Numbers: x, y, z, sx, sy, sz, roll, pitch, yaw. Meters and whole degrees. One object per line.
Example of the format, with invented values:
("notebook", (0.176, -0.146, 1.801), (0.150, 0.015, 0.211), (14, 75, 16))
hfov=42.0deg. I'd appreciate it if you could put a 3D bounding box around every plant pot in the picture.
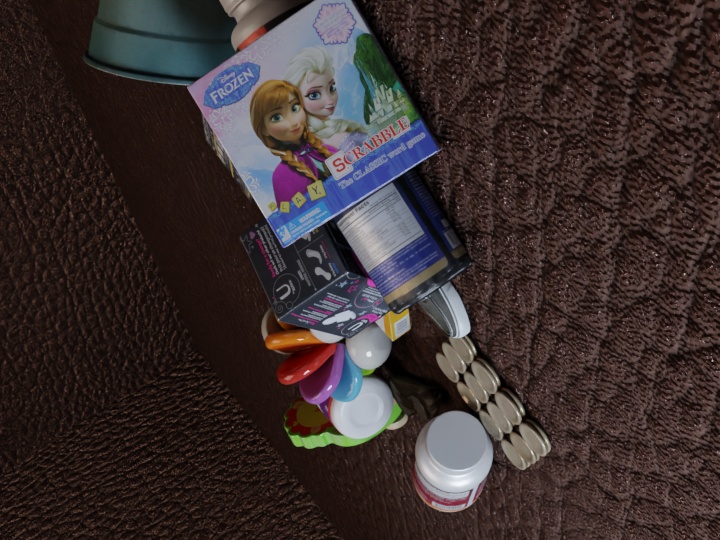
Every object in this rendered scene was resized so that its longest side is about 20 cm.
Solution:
("plant pot", (-0.223, -0.340, 1.122), (0.200, 0.199, 0.198), (37, 123, 49))

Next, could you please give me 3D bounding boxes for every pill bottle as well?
("pill bottle", (0.134, 0.275, 1.368), (0.113, 0.113, 0.200), (51, 164, 22))
("pill bottle", (0.032, -0.061, 1.080), (0.201, 0.111, 0.112), (58, 163, 3))
("pill bottle", (-0.077, -0.245, 1.060), (0.201, 0.111, 0.111), (59, 163, -5))
("pill bottle", (-0.030, 0.201, 1.622), (0.200, 0.112, 0.113), (35, 153, 61))

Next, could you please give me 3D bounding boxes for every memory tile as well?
("memory tile", (0.174, 0.172, 1.254), (0.201, 0.017, 0.154), (53, 162, 15))

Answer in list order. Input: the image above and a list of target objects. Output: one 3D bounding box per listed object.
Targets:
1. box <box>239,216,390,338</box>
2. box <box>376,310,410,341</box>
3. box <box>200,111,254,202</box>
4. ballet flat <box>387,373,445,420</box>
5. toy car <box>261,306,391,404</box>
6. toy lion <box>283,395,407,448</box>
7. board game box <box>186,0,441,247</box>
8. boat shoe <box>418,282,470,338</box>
("box", (-0.043, -0.004, 1.212), (0.133, 0.114, 0.200), (62, -163, 21))
("box", (0.000, 0.000, 1.405), (0.200, 0.041, 0.120), (50, 162, 34))
("box", (-0.214, -0.228, 1.588), (0.162, 0.049, 0.200), (54, 163, 18))
("ballet flat", (0.089, 0.199, 1.507), (0.068, 0.046, 0.200), (63, 167, -6))
("toy car", (-0.062, 0.130, 1.460), (0.199, 0.151, 0.174), (36, 146, -27))
("toy lion", (-0.040, 0.261, 1.709), (0.200, 0.191, 0.069), (30, 148, 56))
("board game box", (-0.049, -0.161, 0.992), (0.201, 0.199, 0.041), (58, -169, -3))
("boat shoe", (0.065, 0.007, 1.198), (0.201, 0.056, 0.069), (57, 163, 5))
